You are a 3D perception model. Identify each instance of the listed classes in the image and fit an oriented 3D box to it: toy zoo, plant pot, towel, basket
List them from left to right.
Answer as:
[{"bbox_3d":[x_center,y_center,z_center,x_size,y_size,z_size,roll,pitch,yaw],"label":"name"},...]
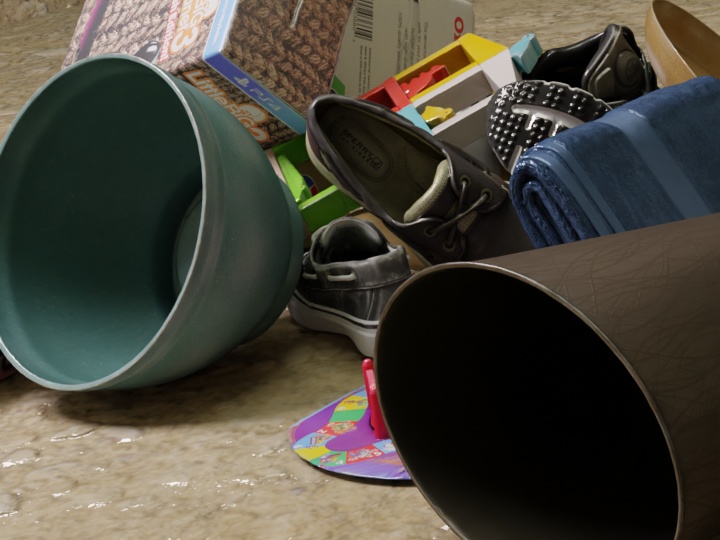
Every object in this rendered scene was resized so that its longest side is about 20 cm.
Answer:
[{"bbox_3d":[-0.119,-0.019,1.137,0.200,0.201,0.134,4,-6,41],"label":"plant pot"},{"bbox_3d":[0.032,-0.099,1.225,0.200,0.020,0.131,-30,24,1],"label":"toy zoo"},{"bbox_3d":[0.165,-0.040,1.037,0.200,0.112,0.049,-25,-10,-45],"label":"towel"},{"bbox_3d":[0.138,0.043,0.818,0.200,0.136,0.180,-17,29,-37],"label":"basket"},{"bbox_3d":[0.252,-0.097,1.201,0.027,0.200,0.200,-45,2,22],"label":"plant pot"}]

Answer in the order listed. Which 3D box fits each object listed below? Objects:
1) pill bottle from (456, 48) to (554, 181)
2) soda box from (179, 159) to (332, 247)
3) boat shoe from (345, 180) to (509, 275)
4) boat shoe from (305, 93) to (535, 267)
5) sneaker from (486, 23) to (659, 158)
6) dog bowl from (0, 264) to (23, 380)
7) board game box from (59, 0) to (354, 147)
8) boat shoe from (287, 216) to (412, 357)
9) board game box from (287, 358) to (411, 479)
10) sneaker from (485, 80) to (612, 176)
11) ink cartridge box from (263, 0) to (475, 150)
[{"bbox_3d":[0.088,-0.086,1.340,0.200,0.112,0.112,-21,19,-35],"label":"pill bottle"},{"bbox_3d":[-0.084,-0.041,1.327,0.068,0.064,0.200,-1,10,29],"label":"soda box"},{"bbox_3d":[0.072,-0.025,1.207,0.199,0.072,0.076,-4,17,21],"label":"boat shoe"},{"bbox_3d":[0.046,-0.040,1.120,0.201,0.072,0.066,36,3,12],"label":"boat shoe"},{"bbox_3d":[0.193,-0.098,1.240,0.199,0.076,0.114,16,-30,-6],"label":"sneaker"},{"bbox_3d":[-0.303,0.037,1.221,0.199,0.074,0.200,-9,15,2],"label":"dog bowl"},{"bbox_3d":[-0.110,-0.167,1.322,0.200,0.097,0.160,-15,51,43],"label":"board game box"},{"bbox_3d":[0.000,0.000,1.158,0.072,0.071,0.200,-16,13,-18],"label":"boat shoe"},{"bbox_3d":[0.054,0.054,0.991,0.158,0.039,0.200,4,20,41],"label":"board game box"},{"bbox_3d":[0.166,-0.055,1.159,0.200,0.074,0.080,29,7,-1],"label":"sneaker"},{"bbox_3d":[-0.004,-0.155,1.462,0.084,0.147,0.200,-3,-8,43],"label":"ink cartridge box"}]
